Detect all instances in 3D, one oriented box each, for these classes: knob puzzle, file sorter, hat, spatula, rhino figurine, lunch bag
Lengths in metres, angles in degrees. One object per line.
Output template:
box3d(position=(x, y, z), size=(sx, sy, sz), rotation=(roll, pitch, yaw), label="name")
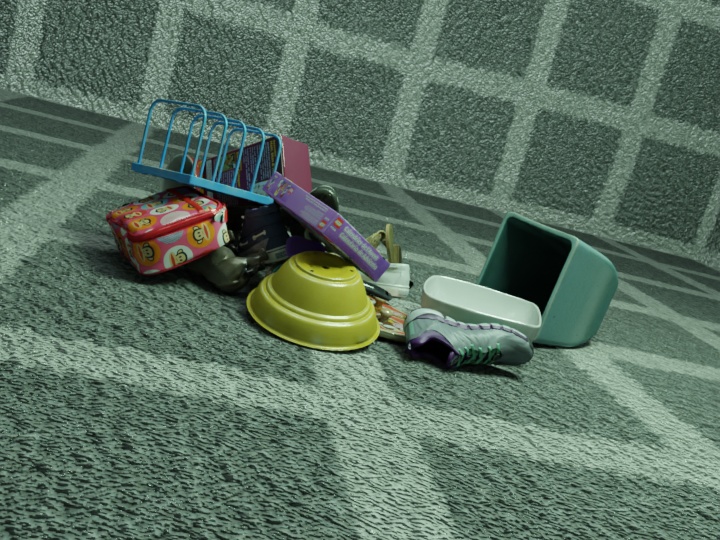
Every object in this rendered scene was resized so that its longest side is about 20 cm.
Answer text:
box3d(position=(0.028, 0.065, 1.303), size=(0.218, 0.031, 0.220), rotation=(19, 11, -4), label="knob puzzle")
box3d(position=(-0.243, -0.192, 1.352), size=(0.138, 0.124, 0.200), rotation=(16, 2, 33), label="file sorter")
box3d(position=(-0.184, -0.062, 1.484), size=(0.199, 0.082, 0.201), rotation=(-7, -10, -1), label="hat")
box3d(position=(-0.030, 0.000, 1.294), size=(0.199, 0.021, 0.057), rotation=(31, 34, -24), label="spatula")
box3d(position=(-0.233, -0.022, 1.305), size=(0.087, 0.060, 0.199), rotation=(-37, 41, -28), label="rhino figurine")
box3d(position=(-0.287, -0.070, 1.277), size=(0.175, 0.082, 0.200), rotation=(-22, 25, -24), label="lunch bag")

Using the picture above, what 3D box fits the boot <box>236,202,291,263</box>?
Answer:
box3d(position=(-0.169, -0.057, 1.353), size=(0.072, 0.091, 0.200), rotation=(-19, 6, -31), label="boot")

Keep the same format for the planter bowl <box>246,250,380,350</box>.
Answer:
box3d(position=(-0.058, 0.027, 1.181), size=(0.199, 0.084, 0.201), rotation=(12, 24, -5), label="planter bowl")

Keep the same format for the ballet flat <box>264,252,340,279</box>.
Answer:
box3d(position=(-0.103, 0.012, 1.352), size=(0.065, 0.071, 0.199), rotation=(-7, 1, 36), label="ballet flat")

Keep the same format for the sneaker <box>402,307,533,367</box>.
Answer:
box3d(position=(0.156, 0.121, 1.198), size=(0.198, 0.075, 0.088), rotation=(12, 35, -3), label="sneaker")

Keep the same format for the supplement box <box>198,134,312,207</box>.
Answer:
box3d(position=(-0.191, -0.160, 1.485), size=(0.199, 0.111, 0.085), rotation=(-11, -11, 32), label="supplement box")

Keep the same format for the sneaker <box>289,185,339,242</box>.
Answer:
box3d(position=(-0.081, -0.093, 1.442), size=(0.075, 0.201, 0.116), rotation=(19, 43, -5), label="sneaker")

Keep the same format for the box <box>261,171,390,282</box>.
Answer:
box3d(position=(-0.054, -0.068, 1.247), size=(0.137, 0.039, 0.200), rotation=(42, -3, -41), label="box")

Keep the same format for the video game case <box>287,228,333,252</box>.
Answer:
box3d(position=(-0.108, -0.092, 1.629), size=(0.181, 0.022, 0.200), rotation=(28, -12, -8), label="video game case")

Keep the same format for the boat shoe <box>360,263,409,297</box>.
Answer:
box3d(position=(0.000, 0.000, 1.447), size=(0.199, 0.069, 0.072), rotation=(11, 0, 40), label="boat shoe")

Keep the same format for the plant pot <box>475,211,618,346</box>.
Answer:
box3d(position=(0.362, 0.031, 1.537), size=(0.199, 0.198, 0.196), rotation=(18, 8, -35), label="plant pot")

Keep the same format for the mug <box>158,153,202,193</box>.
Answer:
box3d(position=(-0.296, -0.135, 1.704), size=(0.133, 0.179, 0.199), rotation=(-23, -21, 40), label="mug")

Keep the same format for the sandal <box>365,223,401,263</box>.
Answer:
box3d(position=(0.033, -0.032, 1.535), size=(0.069, 0.078, 0.212), rotation=(-2, -11, 9), label="sandal")

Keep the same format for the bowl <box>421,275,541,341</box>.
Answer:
box3d(position=(0.192, 0.079, 1.359), size=(0.199, 0.075, 0.200), rotation=(18, 12, 7), label="bowl")

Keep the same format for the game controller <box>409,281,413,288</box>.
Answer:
box3d(position=(0.002, 0.000, 1.566), size=(0.199, 0.042, 0.104), rotation=(19, 13, 14), label="game controller")
